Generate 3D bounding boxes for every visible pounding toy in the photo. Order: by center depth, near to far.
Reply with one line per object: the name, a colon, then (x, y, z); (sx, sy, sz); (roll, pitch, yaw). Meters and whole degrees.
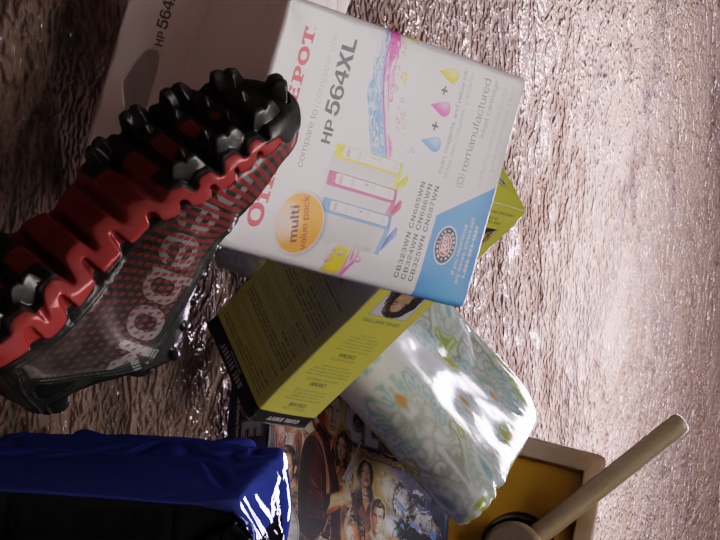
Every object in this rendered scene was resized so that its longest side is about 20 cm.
pounding toy: (0.097, 0.180, 1.618); (0.142, 0.199, 0.185); (115, -11, -68)

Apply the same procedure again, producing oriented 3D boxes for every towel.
towel: (0.036, 0.062, 1.499); (0.048, 0.171, 0.200); (-44, 179, 17)

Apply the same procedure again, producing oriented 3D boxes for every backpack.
backpack: (-0.103, 0.183, 1.141); (0.168, 0.162, 0.201); (-37, 129, -70)

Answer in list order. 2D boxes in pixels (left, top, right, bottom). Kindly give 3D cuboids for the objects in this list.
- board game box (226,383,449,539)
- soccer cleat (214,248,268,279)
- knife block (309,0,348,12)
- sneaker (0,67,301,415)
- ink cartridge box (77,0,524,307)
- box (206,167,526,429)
board game box: (-0.012, 0.136, 1.482); (0.200, 0.035, 0.136); (28, 59, -50)
soccer cleat: (-0.037, -0.030, 1.448); (0.200, 0.070, 0.087); (4, 101, -67)
knife block: (-0.057, -0.195, 1.309); (0.176, 0.064, 0.201); (68, 32, -52)
sneaker: (-0.102, -0.009, 1.093); (0.200, 0.071, 0.098); (-40, 132, -9)
ink cartridge box: (-0.039, -0.069, 1.209); (0.200, 0.125, 0.129); (14, 92, -44)
box: (0.000, 0.000, 1.333); (0.050, 0.200, 0.075); (12, 41, -45)
